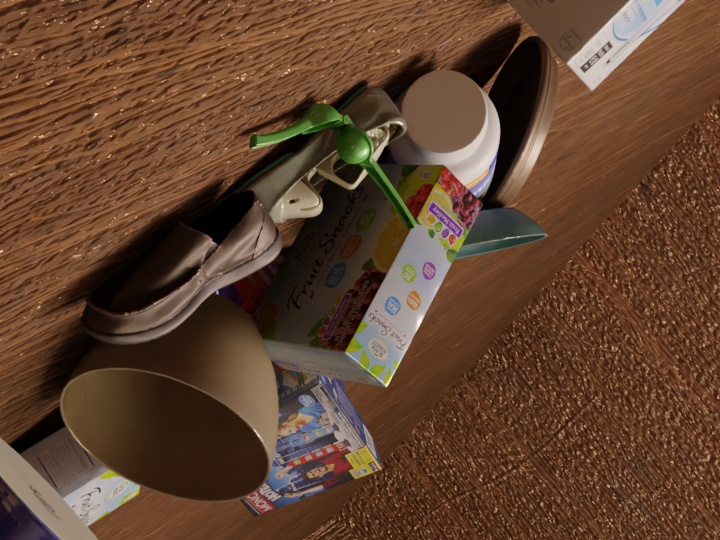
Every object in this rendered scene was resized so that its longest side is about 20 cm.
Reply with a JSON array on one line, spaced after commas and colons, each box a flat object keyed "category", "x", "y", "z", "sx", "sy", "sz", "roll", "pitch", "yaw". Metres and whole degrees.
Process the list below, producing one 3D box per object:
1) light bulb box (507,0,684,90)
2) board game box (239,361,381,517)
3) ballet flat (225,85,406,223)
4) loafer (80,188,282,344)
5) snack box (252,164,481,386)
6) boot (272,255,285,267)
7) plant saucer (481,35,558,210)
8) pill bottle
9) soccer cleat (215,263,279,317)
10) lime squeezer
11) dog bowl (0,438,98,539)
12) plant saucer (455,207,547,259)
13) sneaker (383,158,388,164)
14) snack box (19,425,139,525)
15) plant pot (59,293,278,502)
[{"category": "light bulb box", "x": 0.234, "y": -0.289, "z": 1.615, "sx": 0.200, "sy": 0.125, "sz": 0.198, "roll": -44, "pitch": 169, "yaw": 10}, {"category": "board game box", "x": -0.103, "y": 0.170, "z": 1.788, "sx": 0.198, "sy": 0.062, "sz": 0.201, "roll": -20, "pitch": 143, "yaw": 8}, {"category": "ballet flat", "x": -0.040, "y": -0.086, "z": 1.559, "sx": 0.200, "sy": 0.064, "sz": 0.067, "roll": -40, "pitch": 169, "yaw": -13}, {"category": "loafer", "x": -0.155, "y": -0.010, "z": 1.467, "sx": 0.199, "sy": 0.073, "sz": 0.072, "roll": -35, "pitch": 133, "yaw": -32}, {"category": "snack box", "x": 0.000, "y": 0.000, "z": 1.641, "sx": 0.168, "sy": 0.068, "sz": 0.201, "roll": 6, "pitch": -119, "yaw": 53}, {"category": "boot", "x": -0.067, "y": 0.007, "z": 1.857, "sx": 0.073, "sy": 0.076, "sz": 0.199, "roll": -36, "pitch": 154, "yaw": 19}, {"category": "plant saucer", "x": 0.160, "y": -0.149, "z": 1.856, "sx": 0.200, "sy": 0.029, "sz": 0.202, "roll": -160, "pitch": -90, "yaw": -77}, {"category": "pill bottle", "x": 0.081, "y": -0.126, "z": 1.726, "sx": 0.112, "sy": 0.112, "sz": 0.200, "roll": -41, "pitch": 170, "yaw": -7}, {"category": "soccer cleat", "x": -0.089, "y": 0.033, "z": 1.721, "sx": 0.068, "sy": 0.074, "sz": 0.199, "roll": -43, "pitch": 151, "yaw": 21}, {"category": "lime squeezer", "x": -0.016, "y": -0.103, "z": 1.505, "sx": 0.038, "sy": 0.071, "sz": 0.199, "roll": -34, "pitch": 139, "yaw": 29}, {"category": "dog bowl", "x": -0.289, "y": 0.214, "z": 1.441, "sx": 0.079, "sy": 0.200, "sz": 0.200, "roll": -43, "pitch": 170, "yaw": -6}, {"category": "plant saucer", "x": 0.093, "y": -0.034, "z": 1.814, "sx": 0.197, "sy": 0.036, "sz": 0.200, "roll": -10, "pitch": 177, "yaw": -1}, {"category": "sneaker", "x": 0.023, "y": -0.071, "z": 1.871, "sx": 0.199, "sy": 0.077, "sz": 0.085, "roll": -20, "pitch": 163, "yaw": -39}, {"category": "snack box", "x": -0.310, "y": 0.223, "z": 1.713, "sx": 0.199, "sy": 0.068, "sz": 0.169, "roll": -33, "pitch": 167, "yaw": -20}, {"category": "plant pot", "x": -0.157, "y": 0.098, "z": 1.594, "sx": 0.201, "sy": 0.199, "sz": 0.135, "roll": -56, "pitch": -169, "yaw": 52}]
